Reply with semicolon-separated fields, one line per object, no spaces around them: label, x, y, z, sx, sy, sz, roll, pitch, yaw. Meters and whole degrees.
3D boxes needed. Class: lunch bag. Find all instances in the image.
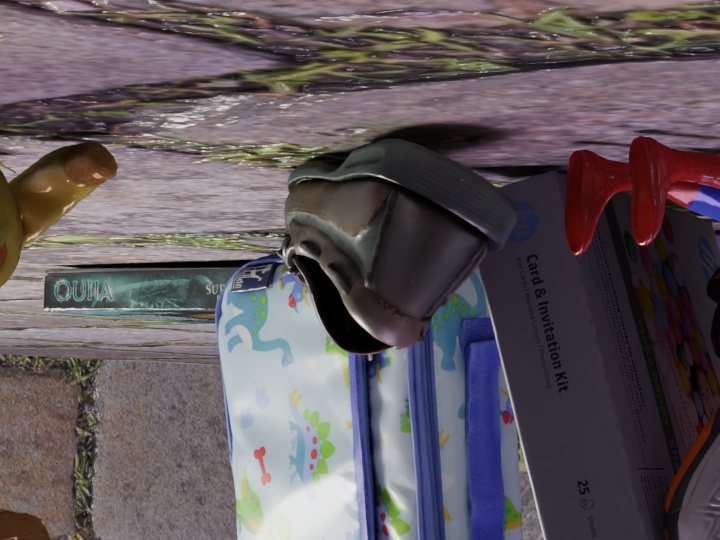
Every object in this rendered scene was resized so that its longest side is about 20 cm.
lunch bag;0.006;0.084;1.193;0.082;0.200;0.161;-4;-178;-40

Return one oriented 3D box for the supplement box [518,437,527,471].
supplement box;0.277;0.187;3.082;0.200;0.134;0.200;3;176;-19

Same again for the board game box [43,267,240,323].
board game box;-0.071;0.015;1.466;0.200;0.028;0.135;-1;175;38

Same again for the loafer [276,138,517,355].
loafer;0.000;0.000;0.857;0.072;0.063;0.200;28;170;-5

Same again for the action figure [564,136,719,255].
action figure;0.168;0.009;0.828;0.200;0.099;0.065;1;178;-25

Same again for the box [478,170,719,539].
box;0.110;0.050;0.954;0.041;0.156;0.200;-17;169;21

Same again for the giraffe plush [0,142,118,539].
giraffe plush;-0.175;0.035;0.795;0.173;0.162;0.200;-1;175;33

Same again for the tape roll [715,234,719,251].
tape roll;0.178;0.085;1.134;0.066;0.200;0.200;5;175;-38

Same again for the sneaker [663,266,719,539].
sneaker;0.162;0.046;0.927;0.200;0.078;0.112;-39;-160;-29
